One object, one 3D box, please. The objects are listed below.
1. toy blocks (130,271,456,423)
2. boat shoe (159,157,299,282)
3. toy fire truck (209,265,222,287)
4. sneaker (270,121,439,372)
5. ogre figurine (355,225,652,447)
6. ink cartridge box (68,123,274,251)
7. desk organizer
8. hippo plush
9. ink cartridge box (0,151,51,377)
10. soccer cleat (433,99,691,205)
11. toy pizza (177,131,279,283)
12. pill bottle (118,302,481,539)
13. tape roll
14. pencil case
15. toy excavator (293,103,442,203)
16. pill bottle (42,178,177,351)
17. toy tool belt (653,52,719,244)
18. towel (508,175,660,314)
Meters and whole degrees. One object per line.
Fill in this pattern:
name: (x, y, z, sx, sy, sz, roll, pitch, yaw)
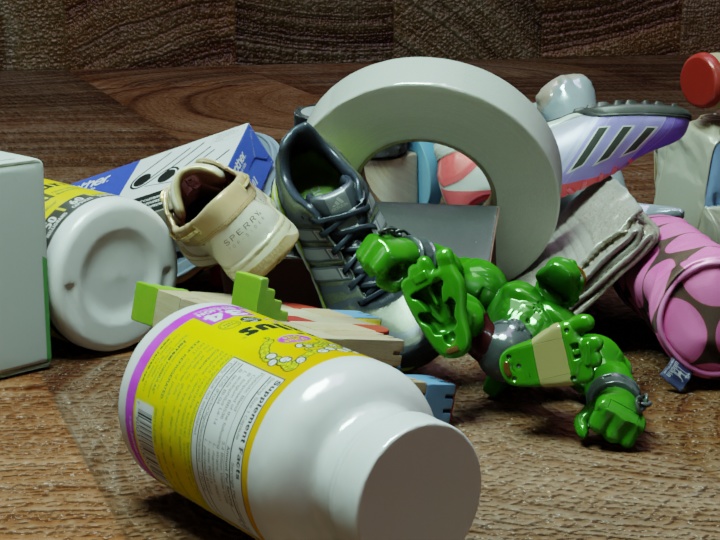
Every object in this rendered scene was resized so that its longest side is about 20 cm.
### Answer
toy blocks: (-0.032, 0.053, 0.994, 0.136, 0.100, 0.200, 5, 7, -43)
boat shoe: (-0.100, -0.044, 1.093, 0.074, 0.069, 0.200, -44, 20, -9)
toy fire truck: (-0.048, -0.012, 1.334, 0.141, 0.049, 0.200, 6, 14, 25)
sneaker: (-0.009, -0.016, 1.082, 0.074, 0.081, 0.200, -31, 62, -9)
ogre figurine: (0.098, 0.037, 1.011, 0.199, 0.098, 0.120, 14, 6, 19)
ink cartridge box: (-0.173, -0.049, 1.283, 0.199, 0.044, 0.094, -16, 33, 28)
desk organizer: (0.000, 0.000, 1.175, 0.199, 0.077, 0.072, 3, 40, 10)
hippo plush: (0.134, -0.075, 1.372, 0.160, 0.159, 0.200, 2, 49, -39)
ink cartridge box: (-0.308, -0.014, 1.119, 0.200, 0.146, 0.084, 12, 18, 43)
soccer cleat: (0.159, -0.085, 1.238, 0.199, 0.073, 0.068, -9, -8, 5)
toy pizza: (-0.146, -0.042, 1.324, 0.200, 0.032, 0.200, -24, 32, 16)
pill bottle: (-0.031, 0.084, 0.791, 0.104, 0.105, 0.200, -9, 16, -35)
tape roll: (0.049, -0.064, 1.183, 0.202, 0.203, 0.037, 3, 41, 9)
pencil case: (0.232, 0.019, 1.138, 0.091, 0.094, 0.200, -43, 10, 9)
toy excavator: (0.022, -0.102, 1.357, 0.200, 0.100, 0.194, -18, 25, -41)
pill bottle: (-0.236, -0.012, 1.190, 0.111, 0.112, 0.200, -12, 17, -43)
toy tool belt: (0.323, -0.094, 1.382, 0.123, 0.201, 0.125, -10, 25, -32)
towel: (0.156, -0.010, 1.203, 0.132, 0.034, 0.200, -43, 9, 8)
